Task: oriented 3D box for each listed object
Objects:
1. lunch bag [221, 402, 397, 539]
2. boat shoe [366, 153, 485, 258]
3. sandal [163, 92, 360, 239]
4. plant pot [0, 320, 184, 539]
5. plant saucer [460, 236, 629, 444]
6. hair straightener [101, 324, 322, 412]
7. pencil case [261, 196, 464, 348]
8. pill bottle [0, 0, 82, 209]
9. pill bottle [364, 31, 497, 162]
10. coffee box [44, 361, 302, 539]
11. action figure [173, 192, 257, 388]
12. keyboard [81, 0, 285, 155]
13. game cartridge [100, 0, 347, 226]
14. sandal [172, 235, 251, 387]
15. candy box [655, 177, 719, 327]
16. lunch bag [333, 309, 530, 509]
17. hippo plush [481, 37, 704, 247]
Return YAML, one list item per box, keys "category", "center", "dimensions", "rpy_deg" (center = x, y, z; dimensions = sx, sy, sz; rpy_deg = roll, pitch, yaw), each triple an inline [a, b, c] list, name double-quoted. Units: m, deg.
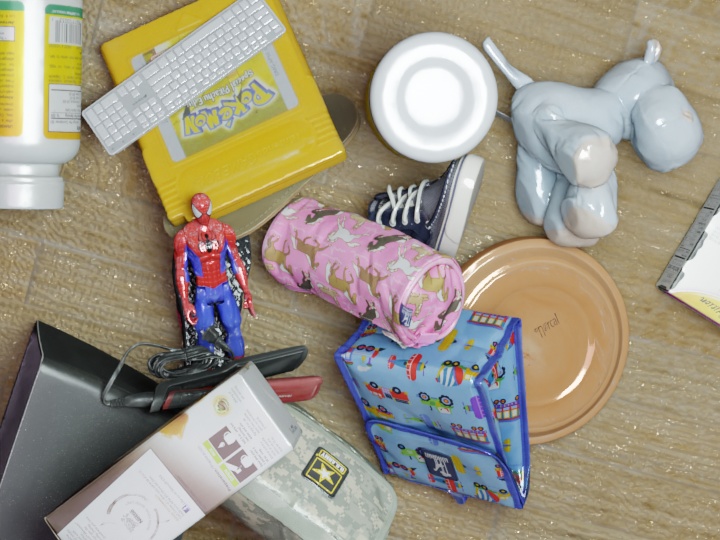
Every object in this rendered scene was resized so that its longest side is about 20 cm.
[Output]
- category: "lunch bag"
  center: [-0.054, 0.201, 1.574]
  dimensions: [0.164, 0.200, 0.118]
  rpy_deg: [38, 93, -3]
- category: "boat shoe"
  center: [0.052, -0.052, 1.568]
  dimensions: [0.092, 0.200, 0.075]
  rpy_deg: [20, 60, 3]
- category: "sandal"
  center: [-0.084, -0.081, 1.617]
  dimensions: [0.211, 0.070, 0.078]
  rpy_deg: [-37, 71, -5]
- category: "plant pot"
  center: [-0.244, 0.182, 1.578]
  dimensions: [0.176, 0.199, 0.201]
  rpy_deg: [19, 93, -14]
- category: "plant saucer"
  center: [0.163, 0.069, 1.635]
  dimensions: [0.198, 0.032, 0.202]
  rpy_deg: [-3, 101, -13]
- category: "hair straightener"
  center: [-0.135, 0.089, 1.518]
  dimensions: [0.198, 0.041, 0.077]
  rpy_deg: [-8, 55, -24]
- category: "pencil case"
  center: [0.000, 0.000, 1.555]
  dimensions: [0.086, 0.199, 0.083]
  rpy_deg: [-43, 135, -23]
- category: "pill bottle"
  center: [-0.313, -0.158, 1.582]
  dimensions: [0.112, 0.113, 0.202]
  rpy_deg: [1, 94, -2]
- category: "pill bottle"
  center: [0.060, -0.154, 1.550]
  dimensions: [0.111, 0.200, 0.113]
  rpy_deg: [0, 94, -2]
- category: "coffee box"
  center: [-0.152, 0.169, 1.423]
  dimensions: [0.199, 0.114, 0.080]
  rpy_deg: [-37, 90, 2]
- category: "action figure"
  center: [-0.132, 0.027, 1.559]
  dimensions: [0.065, 0.052, 0.202]
  rpy_deg: [-11, 105, -10]
- category: "keyboard"
  center: [-0.163, -0.183, 1.585]
  dimensions: [0.199, 0.011, 0.056]
  rpy_deg: [-36, 73, -3]
- category: "game cartridge"
  center: [-0.128, -0.157, 1.592]
  dimensions: [0.175, 0.032, 0.201]
  rpy_deg: [-24, 71, 0]
- category: "sandal"
  center: [-0.144, 0.038, 1.632]
  dimensions: [0.074, 0.045, 0.202]
  rpy_deg: [2, 86, -11]
- category: "candy box"
  center: [0.393, -0.033, 1.640]
  dimensions: [0.136, 0.061, 0.201]
  rpy_deg: [30, 93, -4]
- category: "lunch bag"
  center: [0.078, 0.136, 1.590]
  dimensions: [0.149, 0.094, 0.201]
  rpy_deg: [9, 132, 28]
- category: "hippo plush"
  center: [0.227, -0.123, 1.608]
  dimensions: [0.160, 0.160, 0.200]
  rpy_deg: [-21, 50, -18]
